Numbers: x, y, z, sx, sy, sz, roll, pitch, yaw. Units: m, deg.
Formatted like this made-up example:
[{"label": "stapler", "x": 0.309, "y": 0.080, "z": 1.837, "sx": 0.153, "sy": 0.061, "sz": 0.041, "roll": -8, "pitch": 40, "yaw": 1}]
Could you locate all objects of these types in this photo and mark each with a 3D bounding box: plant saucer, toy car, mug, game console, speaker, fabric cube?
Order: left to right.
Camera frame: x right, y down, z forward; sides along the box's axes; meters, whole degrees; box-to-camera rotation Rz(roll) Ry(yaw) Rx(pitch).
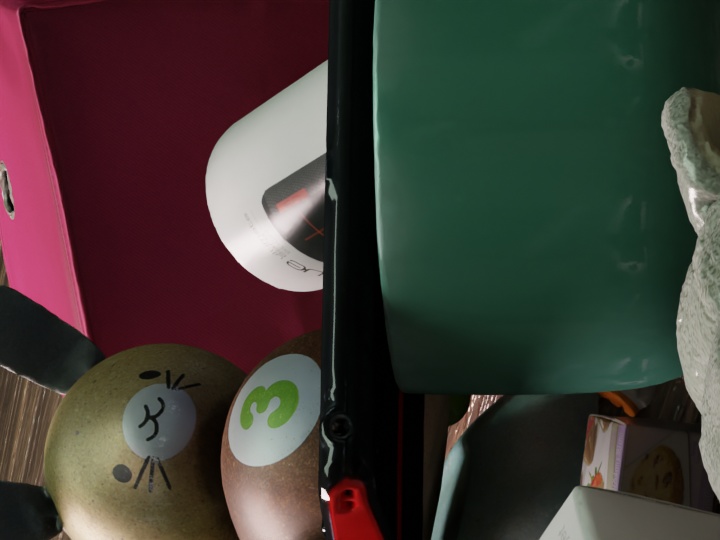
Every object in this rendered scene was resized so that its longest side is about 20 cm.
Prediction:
[{"label": "toy car", "x": -0.067, "y": 0.068, "z": 1.030, "sx": 0.158, "sy": 0.200, "sz": 0.164, "roll": 89, "pitch": -166, "yaw": -65}, {"label": "fabric cube", "x": -0.059, "y": -0.047, "z": 1.224, "sx": 0.199, "sy": 0.200, "sz": 0.196, "roll": -149, "pitch": 49, "yaw": -73}, {"label": "game console", "x": 0.000, "y": 0.000, "z": 0.869, "sx": 0.177, "sy": 0.031, "sz": 0.200, "roll": 72, "pitch": -163, "yaw": -69}, {"label": "speaker", "x": 0.021, "y": -0.057, "z": 1.034, "sx": 0.200, "sy": 0.081, "sz": 0.081, "roll": -28, "pitch": 55, "yaw": 53}, {"label": "plant saucer", "x": 0.044, "y": 0.124, "z": 1.079, "sx": 0.201, "sy": 0.039, "sz": 0.201, "roll": -162, "pitch": 90, "yaw": -84}, {"label": "mug", "x": 0.068, "y": -0.054, "z": 0.827, "sx": 0.152, "sy": 0.114, "sz": 0.185, "roll": -57, "pitch": -34, "yaw": -79}]

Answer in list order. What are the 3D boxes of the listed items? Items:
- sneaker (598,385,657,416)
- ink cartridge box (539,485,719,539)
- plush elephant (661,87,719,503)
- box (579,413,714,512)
[{"label": "sneaker", "x": 0.099, "y": -0.018, "z": 1.002, "sx": 0.092, "sy": 0.076, "sz": 0.200, "roll": -52, "pitch": 15, "yaw": 11}, {"label": "ink cartridge box", "x": 0.060, "y": 0.179, "z": 0.715, "sx": 0.200, "sy": 0.086, "sz": 0.148, "roll": -59, "pitch": 27, "yaw": 34}, {"label": "plush elephant", "x": 0.137, "y": 0.009, "z": 0.556, "sx": 0.200, "sy": 0.155, "sz": 0.165, "roll": -45, "pitch": 29, "yaw": 21}, {"label": "box", "x": 0.094, "y": 0.152, "z": 0.969, "sx": 0.039, "sy": 0.041, "sz": 0.200, "roll": -172, "pitch": 90, "yaw": -74}]
